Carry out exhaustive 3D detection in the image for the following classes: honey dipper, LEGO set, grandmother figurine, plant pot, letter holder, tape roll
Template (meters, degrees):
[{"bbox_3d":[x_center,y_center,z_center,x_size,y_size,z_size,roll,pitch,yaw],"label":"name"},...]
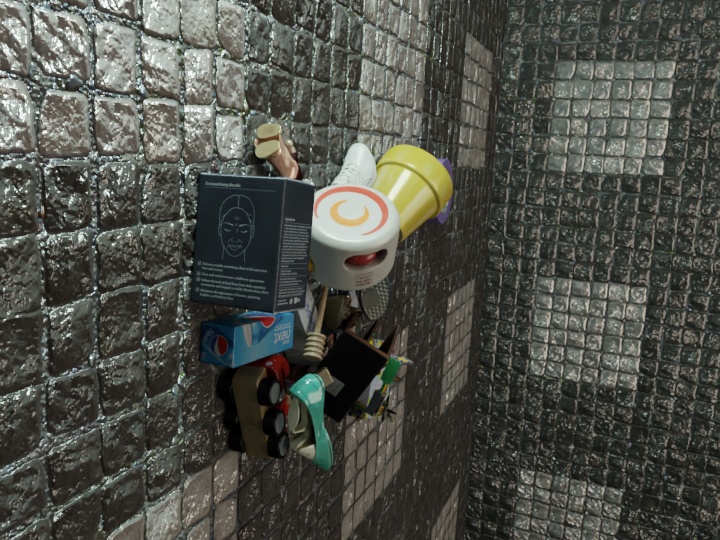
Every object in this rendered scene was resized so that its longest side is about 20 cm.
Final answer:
[{"bbox_3d":[-0.076,0.072,1.232,0.038,0.038,0.200,54,40,-60],"label":"honey dipper"},{"bbox_3d":[0.035,0.257,1.553,0.116,0.154,0.200,17,91,-67],"label":"LEGO set"},{"bbox_3d":[-0.132,-0.182,1.168,0.200,0.060,0.121,62,33,-59],"label":"grandmother figurine"},{"bbox_3d":[0.098,-0.173,1.589,0.189,0.201,0.201,-54,147,-26],"label":"plant pot"},{"bbox_3d":[-0.018,0.180,1.309,0.200,0.101,0.142,-56,-179,30],"label":"letter holder"},{"bbox_3d":[0.223,-0.248,2.011,0.200,0.085,0.200,6,90,-69],"label":"tape roll"}]

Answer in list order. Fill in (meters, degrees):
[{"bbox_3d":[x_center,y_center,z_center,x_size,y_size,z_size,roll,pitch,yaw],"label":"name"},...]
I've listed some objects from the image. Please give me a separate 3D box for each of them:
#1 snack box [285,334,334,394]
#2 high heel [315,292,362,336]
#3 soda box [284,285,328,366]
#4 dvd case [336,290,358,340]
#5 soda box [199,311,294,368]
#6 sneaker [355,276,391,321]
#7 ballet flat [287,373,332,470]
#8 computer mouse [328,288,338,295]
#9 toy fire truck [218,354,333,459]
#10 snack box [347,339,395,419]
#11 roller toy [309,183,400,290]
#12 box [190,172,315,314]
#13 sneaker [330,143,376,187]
[{"bbox_3d":[-0.104,0.205,1.389,0.200,0.024,0.072,-52,144,-54],"label":"snack box"},{"bbox_3d":[-0.025,0.075,1.333,0.142,0.071,0.200,-26,164,-35],"label":"high heel"},{"bbox_3d":[-0.123,0.098,1.250,0.063,0.068,0.200,-66,153,-42],"label":"soda box"},{"bbox_3d":[-0.030,0.123,1.511,0.143,0.018,0.200,-44,142,-72],"label":"dvd case"},{"bbox_3d":[-0.187,0.111,1.099,0.200,0.064,0.068,-9,104,-69],"label":"soda box"},{"bbox_3d":[0.001,-0.001,1.408,0.146,0.077,0.203,-141,-143,-66],"label":"sneaker"},{"bbox_3d":[-0.094,0.273,1.119,0.070,0.067,0.200,-22,120,-34],"label":"ballet flat"},{"bbox_3d":[-0.050,0.033,1.465,0.059,0.034,0.200,42,57,-63],"label":"computer mouse"},{"bbox_3d":[-0.144,0.216,1.167,0.200,0.129,0.176,-58,148,-58],"label":"toy fire truck"},{"bbox_3d":[0.028,0.280,1.690,0.169,0.068,0.200,21,78,-69],"label":"snack box"},{"bbox_3d":[-0.023,-0.058,1.214,0.140,0.182,0.200,97,20,-46],"label":"roller toy"},{"bbox_3d":[-0.165,-0.043,0.995,0.107,0.148,0.200,-4,101,-69],"label":"box"},{"bbox_3d":[-0.022,-0.193,1.418,0.099,0.078,0.200,31,67,-63],"label":"sneaker"}]
